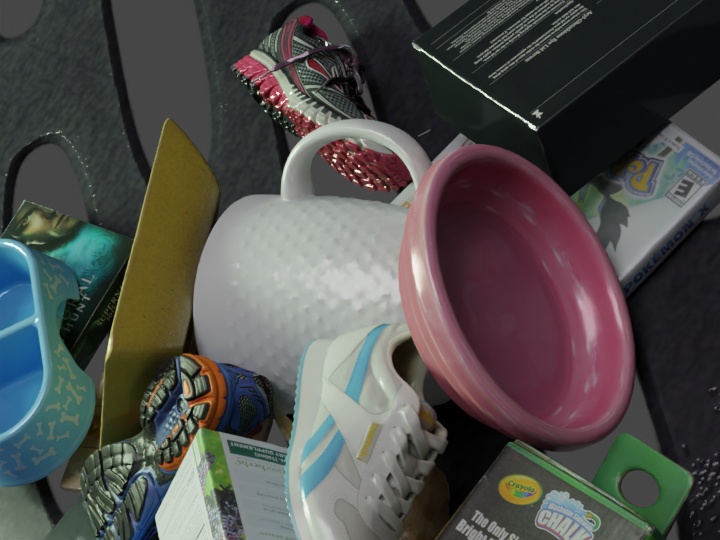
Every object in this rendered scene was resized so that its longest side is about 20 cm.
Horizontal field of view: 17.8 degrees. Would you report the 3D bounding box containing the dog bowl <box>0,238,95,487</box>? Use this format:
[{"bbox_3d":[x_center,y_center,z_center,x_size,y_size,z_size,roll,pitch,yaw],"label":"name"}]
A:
[{"bbox_3d":[-0.261,0.061,1.695,0.111,0.050,0.201,-25,52,14],"label":"dog bowl"}]

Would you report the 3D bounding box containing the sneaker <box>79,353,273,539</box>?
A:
[{"bbox_3d":[-0.120,0.130,1.516,0.200,0.078,0.076,-48,52,40],"label":"sneaker"}]

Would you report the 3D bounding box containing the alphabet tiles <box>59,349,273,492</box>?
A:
[{"bbox_3d":[-0.121,0.073,1.665,0.167,0.008,0.201,1,61,34],"label":"alphabet tiles"}]

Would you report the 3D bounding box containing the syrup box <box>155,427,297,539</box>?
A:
[{"bbox_3d":[-0.062,0.194,1.388,0.082,0.078,0.200,-62,27,28],"label":"syrup box"}]

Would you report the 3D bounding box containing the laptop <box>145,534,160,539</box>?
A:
[{"bbox_3d":[-0.243,0.226,1.468,0.199,0.177,0.104,1,98,33],"label":"laptop"}]

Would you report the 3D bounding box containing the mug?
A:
[{"bbox_3d":[0.000,0.000,1.525,0.175,0.147,0.201,3,100,30],"label":"mug"}]

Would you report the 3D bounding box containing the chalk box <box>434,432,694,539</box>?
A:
[{"bbox_3d":[0.123,0.193,1.360,0.125,0.124,0.200,31,79,42],"label":"chalk box"}]

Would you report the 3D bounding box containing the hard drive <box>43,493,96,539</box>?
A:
[{"bbox_3d":[-0.167,0.253,1.558,0.140,0.033,0.200,-50,48,-7],"label":"hard drive"}]

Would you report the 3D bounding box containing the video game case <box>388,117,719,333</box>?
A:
[{"bbox_3d":[0.133,-0.050,1.582,0.182,0.022,0.200,-45,48,-2],"label":"video game case"}]

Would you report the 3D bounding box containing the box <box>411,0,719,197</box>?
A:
[{"bbox_3d":[0.159,-0.157,1.571,0.200,0.079,0.141,-37,44,-14],"label":"box"}]

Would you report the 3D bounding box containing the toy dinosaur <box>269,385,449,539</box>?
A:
[{"bbox_3d":[0.008,0.160,1.488,0.199,0.058,0.101,27,76,16],"label":"toy dinosaur"}]

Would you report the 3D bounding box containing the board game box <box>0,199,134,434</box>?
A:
[{"bbox_3d":[-0.259,0.049,1.755,0.135,0.028,0.201,19,71,38],"label":"board game box"}]

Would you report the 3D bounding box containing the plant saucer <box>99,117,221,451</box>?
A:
[{"bbox_3d":[-0.136,0.032,1.589,0.048,0.200,0.201,10,55,-1],"label":"plant saucer"}]

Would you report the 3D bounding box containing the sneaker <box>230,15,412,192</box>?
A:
[{"bbox_3d":[-0.020,-0.128,1.690,0.075,0.081,0.200,-44,47,-4],"label":"sneaker"}]

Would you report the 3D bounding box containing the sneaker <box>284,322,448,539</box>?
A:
[{"bbox_3d":[0.006,0.113,1.377,0.080,0.077,0.201,-18,48,22],"label":"sneaker"}]

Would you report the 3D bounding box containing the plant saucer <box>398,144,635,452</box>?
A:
[{"bbox_3d":[0.092,0.022,1.435,0.051,0.200,0.201,-27,47,37],"label":"plant saucer"}]
